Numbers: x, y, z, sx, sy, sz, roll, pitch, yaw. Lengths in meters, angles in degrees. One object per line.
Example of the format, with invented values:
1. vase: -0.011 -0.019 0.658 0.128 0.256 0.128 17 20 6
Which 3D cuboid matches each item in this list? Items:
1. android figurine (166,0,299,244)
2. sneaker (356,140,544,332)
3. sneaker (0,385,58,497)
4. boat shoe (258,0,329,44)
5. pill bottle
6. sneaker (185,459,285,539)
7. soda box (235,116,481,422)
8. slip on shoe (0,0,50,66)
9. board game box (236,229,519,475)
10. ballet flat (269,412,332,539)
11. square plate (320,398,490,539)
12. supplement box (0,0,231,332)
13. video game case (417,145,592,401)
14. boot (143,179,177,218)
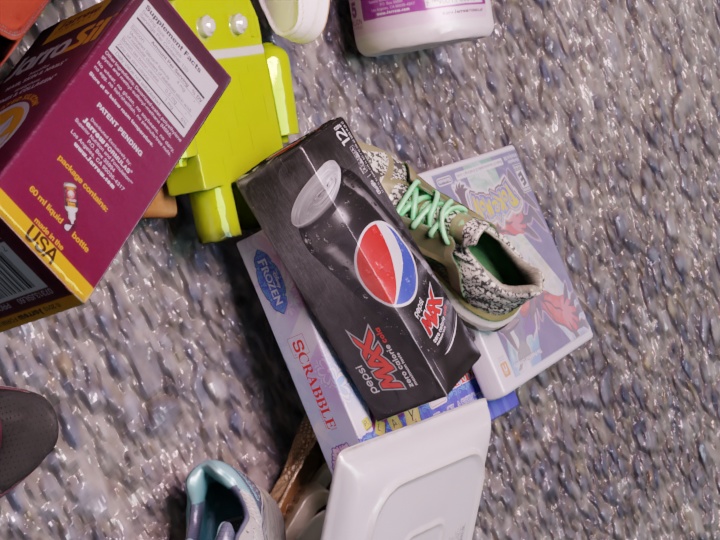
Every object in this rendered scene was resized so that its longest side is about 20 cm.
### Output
1. android figurine: -0.101 -0.124 1.086 0.182 0.041 0.201 -19 102 -63
2. sneaker: 0.058 -0.035 1.122 0.200 0.089 0.077 35 65 -16
3. sneaker: -0.241 0.117 0.907 0.199 0.115 0.076 -15 98 -43
4. boat shoe: -0.079 -0.260 1.124 0.069 0.071 0.201 -14 88 -43
5. pill bottle: 0.036 -0.274 1.205 0.112 0.112 0.201 -13 97 -44
6. sneaker: -0.088 0.215 1.026 0.086 0.077 0.201 61 9 -48
7. soda box: 0.000 0.000 1.078 0.201 0.071 0.063 59 37 -9
8. slip on shoe: -0.202 -0.159 0.869 0.074 0.200 0.061 29 24 -44
9. board game box: 0.019 0.043 1.168 0.200 0.041 0.200 -22 89 -51
10. ballet flat: -0.027 0.160 1.148 0.071 0.065 0.201 46 58 -31
11. square plate: 0.032 0.204 1.109 0.198 0.028 0.201 -12 116 -54
12. supplement box: -0.175 -0.067 0.910 0.086 0.110 0.200 50 45 -26
13. video game case: 0.115 -0.004 1.261 0.200 0.023 0.183 -22 89 -60
14. boot: -0.204 -0.029 1.002 0.200 0.068 0.189 -12 85 -49
